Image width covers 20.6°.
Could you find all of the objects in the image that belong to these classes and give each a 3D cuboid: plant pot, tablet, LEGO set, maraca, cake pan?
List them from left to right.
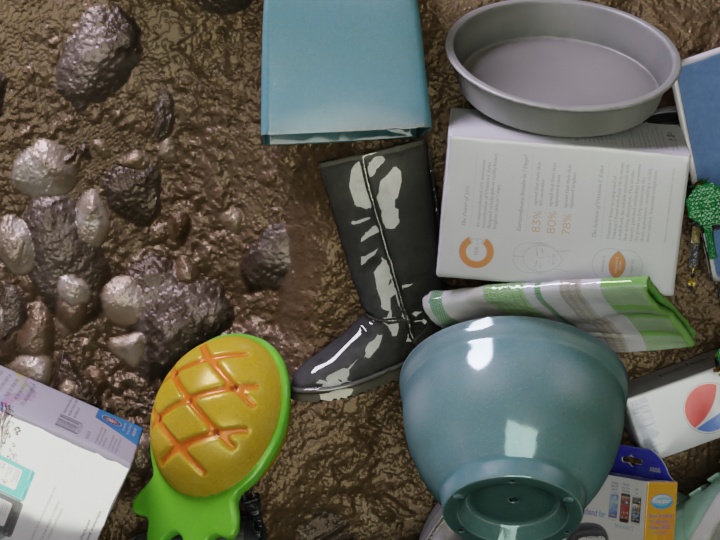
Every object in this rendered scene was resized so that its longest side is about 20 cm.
[{"bbox_3d":[-0.129,0.149,1.717,0.137,0.107,0.201,8,73,36],"label":"maraca"},{"bbox_3d":[-0.020,-0.213,1.678,0.140,0.141,0.201,-3,90,-3],"label":"plant pot"},{"bbox_3d":[0.130,0.152,1.678,0.199,0.135,0.201,2,142,2],"label":"plant pot"},{"bbox_3d":[0.169,-0.170,1.670,0.199,0.201,0.037,1,124,-3],"label":"cake pan"},{"bbox_3d":[0.344,-0.102,1.741,0.130,0.014,0.201,-19,105,-18],"label":"tablet"},{"bbox_3d":[0.358,0.006,1.706,0.153,0.116,0.201,-20,80,9],"label":"LEGO set"}]

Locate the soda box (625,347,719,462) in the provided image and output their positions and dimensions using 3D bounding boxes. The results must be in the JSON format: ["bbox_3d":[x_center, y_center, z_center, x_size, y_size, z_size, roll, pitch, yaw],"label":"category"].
[{"bbox_3d":[0.332,0.104,1.766,0.199,0.068,0.064,-19,97,0],"label":"soda box"}]

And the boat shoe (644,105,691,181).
[{"bbox_3d":[0.232,-0.100,1.734,0.198,0.068,0.074,-7,98,-2],"label":"boat shoe"}]

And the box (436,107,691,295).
[{"bbox_3d":[0.168,-0.059,1.662,0.199,0.098,0.125,5,109,2],"label":"box"}]

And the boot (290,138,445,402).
[{"bbox_3d":[-0.002,0.000,1.736,0.181,0.073,0.201,-19,105,-14],"label":"boot"}]

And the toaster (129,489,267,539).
[{"bbox_3d":[-0.141,0.300,1.747,0.128,0.114,0.201,-6,99,0],"label":"toaster"}]

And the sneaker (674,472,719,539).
[{"bbox_3d":[0.300,0.199,1.747,0.074,0.118,0.201,33,101,-37],"label":"sneaker"}]

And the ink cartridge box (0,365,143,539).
[{"bbox_3d":[-0.311,0.174,1.705,0.199,0.147,0.147,25,96,-5],"label":"ink cartridge box"}]

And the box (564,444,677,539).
[{"bbox_3d":[0.220,0.254,1.730,0.041,0.119,0.201,2,89,-33],"label":"box"}]

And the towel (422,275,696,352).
[{"bbox_3d":[0.170,0.045,1.680,0.199,0.149,0.031,-4,70,26],"label":"towel"}]

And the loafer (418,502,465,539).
[{"bbox_3d":[0.073,0.283,1.775,0.070,0.070,0.201,20,96,-5],"label":"loafer"}]
